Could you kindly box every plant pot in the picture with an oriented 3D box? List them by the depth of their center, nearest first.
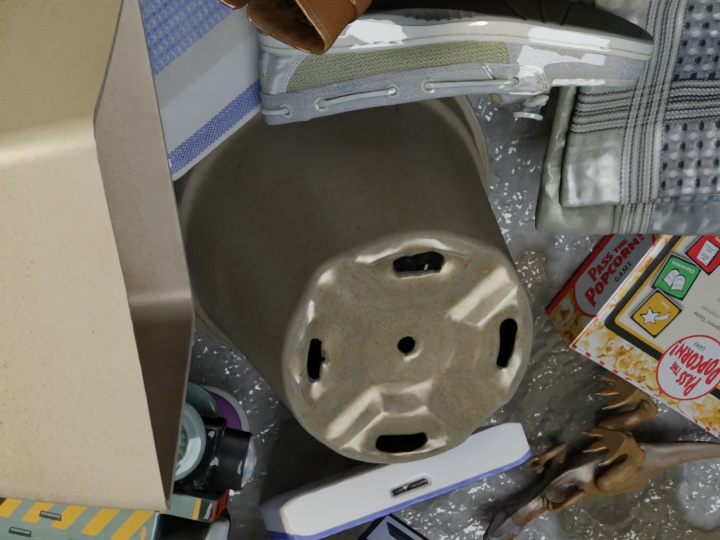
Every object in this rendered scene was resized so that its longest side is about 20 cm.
[{"bbox_3d":[-0.186,-0.011,1.311,0.176,0.200,0.201,-6,118,4],"label":"plant pot"},{"bbox_3d":[0.000,0.000,1.451,0.200,0.184,0.201,-7,119,-14],"label":"plant pot"}]

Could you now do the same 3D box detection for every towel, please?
[{"bbox_3d":[-0.097,-0.161,1.394,0.147,0.024,0.200,-43,118,-17],"label":"towel"},{"bbox_3d":[0.198,-0.103,1.477,0.192,0.035,0.201,-3,123,-21],"label":"towel"}]

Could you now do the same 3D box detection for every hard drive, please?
[{"bbox_3d":[0.015,0.117,1.519,0.131,0.200,0.025,-20,87,-7],"label":"hard drive"}]

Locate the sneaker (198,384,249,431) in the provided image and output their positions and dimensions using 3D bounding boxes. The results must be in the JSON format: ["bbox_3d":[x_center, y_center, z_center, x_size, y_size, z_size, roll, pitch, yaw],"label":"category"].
[{"bbox_3d":[-0.149,0.128,1.516,0.199,0.100,0.075,-21,80,0],"label":"sneaker"}]

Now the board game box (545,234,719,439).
[{"bbox_3d":[0.228,-0.008,1.600,0.151,0.046,0.200,32,104,-29],"label":"board game box"}]

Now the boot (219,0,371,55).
[{"bbox_3d":[0.015,-0.166,1.357,0.200,0.156,0.077,31,143,-8],"label":"boot"}]

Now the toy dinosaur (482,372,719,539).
[{"bbox_3d":[0.162,0.111,1.648,0.199,0.061,0.106,-14,145,-4],"label":"toy dinosaur"}]

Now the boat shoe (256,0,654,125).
[{"bbox_3d":[0.048,-0.105,1.401,0.201,0.074,0.065,0,108,0],"label":"boat shoe"}]

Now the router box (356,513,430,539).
[{"bbox_3d":[-0.023,0.252,1.566,0.157,0.052,0.200,-45,158,-34],"label":"router box"}]

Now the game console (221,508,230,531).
[{"bbox_3d":[-0.174,0.218,1.550,0.199,0.116,0.176,9,114,-22],"label":"game console"}]

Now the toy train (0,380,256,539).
[{"bbox_3d":[-0.156,0.105,1.433,0.199,0.085,0.114,11,97,3],"label":"toy train"}]
